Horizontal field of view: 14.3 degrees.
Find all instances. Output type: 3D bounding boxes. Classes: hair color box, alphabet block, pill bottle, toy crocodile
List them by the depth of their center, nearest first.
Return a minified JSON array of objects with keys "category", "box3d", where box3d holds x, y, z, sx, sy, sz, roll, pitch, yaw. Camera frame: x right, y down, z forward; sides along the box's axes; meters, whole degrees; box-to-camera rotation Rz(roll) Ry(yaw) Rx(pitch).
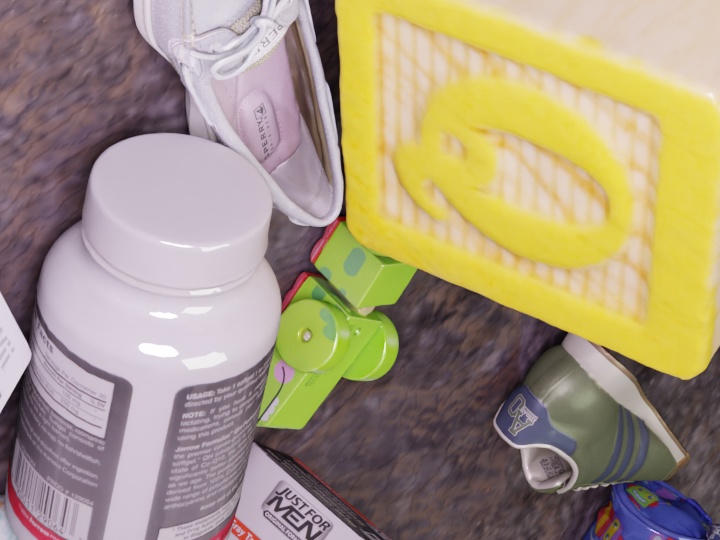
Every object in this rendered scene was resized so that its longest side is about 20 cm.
[{"category":"pill bottle","box3d":[-0.097,0.041,1.301,0.111,0.111,0.200,-25,142,-39]},{"category":"alphabet block","box3d":[0.119,-0.106,1.316,0.200,0.195,0.197,-54,155,-34]},{"category":"toy crocodile","box3d":[0.000,0.000,1.458,0.067,0.062,0.200,4,125,-57]},{"category":"hair color box","box3d":[-0.071,0.204,1.537,0.200,0.101,0.061,-54,151,5]}]

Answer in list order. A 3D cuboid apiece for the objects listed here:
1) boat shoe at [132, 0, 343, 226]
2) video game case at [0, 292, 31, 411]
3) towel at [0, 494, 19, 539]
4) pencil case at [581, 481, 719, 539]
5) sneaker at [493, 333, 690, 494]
[{"category":"boat shoe","box3d":[-0.047,-0.093,1.266,0.074,0.065,0.202,-40,150,-19]},{"category":"video game case","box3d":[-0.207,0.070,1.175,0.200,0.018,0.143,-64,151,-30]},{"category":"towel","box3d":[-0.206,0.212,1.352,0.171,0.048,0.200,-15,115,-49]},{"category":"pencil case","box3d":[0.172,0.230,1.939,0.087,0.078,0.200,9,120,-33]},{"category":"sneaker","box3d":[0.136,0.101,1.764,0.090,0.067,0.200,-42,151,-1]}]
